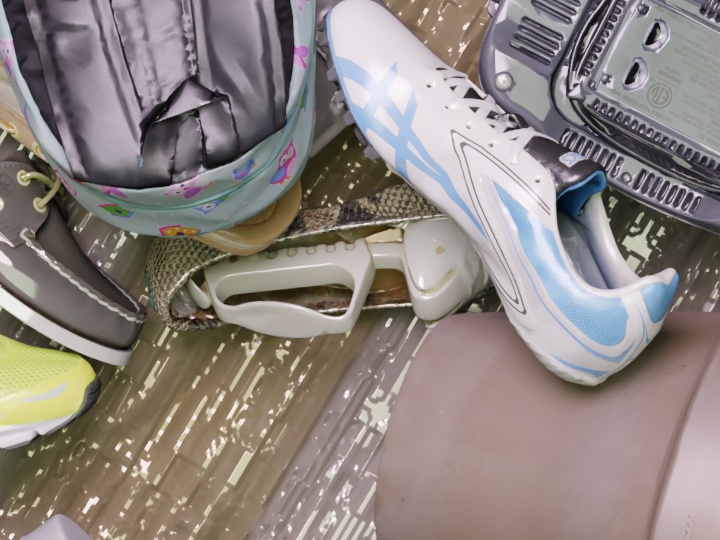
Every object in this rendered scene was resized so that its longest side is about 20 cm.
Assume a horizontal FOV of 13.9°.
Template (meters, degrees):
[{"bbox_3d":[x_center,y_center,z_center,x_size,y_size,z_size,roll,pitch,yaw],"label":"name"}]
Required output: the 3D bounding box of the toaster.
[{"bbox_3d":[0.148,-0.081,1.318,0.200,0.129,0.114,26,92,3],"label":"toaster"}]

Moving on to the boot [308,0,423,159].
[{"bbox_3d":[-0.042,-0.165,1.355,0.200,0.073,0.182,46,106,8],"label":"boot"}]

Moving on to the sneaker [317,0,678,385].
[{"bbox_3d":[0.058,-0.044,1.244,0.072,0.072,0.200,-45,74,23],"label":"sneaker"}]

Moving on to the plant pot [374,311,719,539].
[{"bbox_3d":[0.106,0.097,1.305,0.173,0.200,0.200,14,91,18],"label":"plant pot"}]

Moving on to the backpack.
[{"bbox_3d":[-0.084,-0.116,1.264,0.167,0.127,0.200,-16,73,7],"label":"backpack"}]

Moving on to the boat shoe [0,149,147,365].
[{"bbox_3d":[-0.175,-0.034,1.361,0.202,0.072,0.060,38,95,4],"label":"boat shoe"}]

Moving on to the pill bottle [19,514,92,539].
[{"bbox_3d":[-0.193,0.201,1.346,0.200,0.109,0.109,-37,89,2],"label":"pill bottle"}]

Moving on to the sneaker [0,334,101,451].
[{"bbox_3d":[-0.215,0.027,1.347,0.200,0.078,0.090,9,105,7],"label":"sneaker"}]

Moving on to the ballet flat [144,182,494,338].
[{"bbox_3d":[0.000,0.000,1.351,0.200,0.075,0.068,-8,128,3],"label":"ballet flat"}]

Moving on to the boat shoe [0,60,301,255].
[{"bbox_3d":[-0.111,-0.069,1.354,0.200,0.069,0.074,38,64,13],"label":"boat shoe"}]
